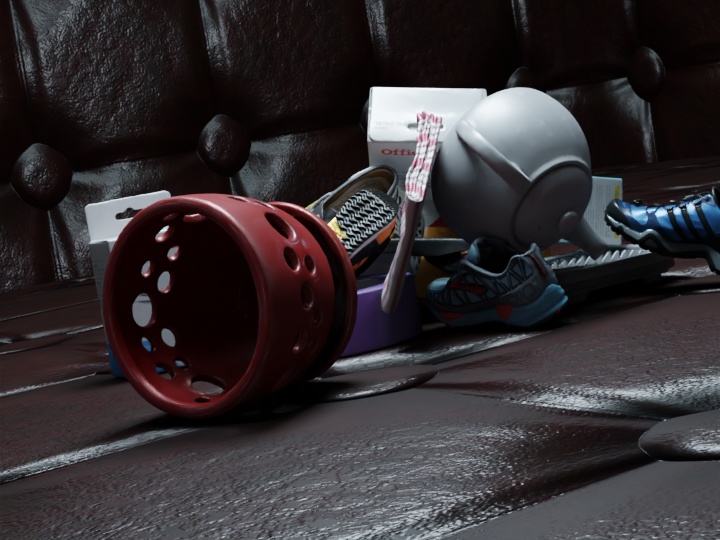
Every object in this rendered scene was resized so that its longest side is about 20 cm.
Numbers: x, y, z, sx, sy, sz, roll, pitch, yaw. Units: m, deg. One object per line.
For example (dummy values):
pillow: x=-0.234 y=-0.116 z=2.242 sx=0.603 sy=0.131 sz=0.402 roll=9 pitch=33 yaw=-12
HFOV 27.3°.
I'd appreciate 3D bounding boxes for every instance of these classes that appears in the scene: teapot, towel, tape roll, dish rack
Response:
teapot: x=0.181 y=-0.092 z=1.616 sx=0.198 sy=0.199 sz=0.146 roll=-19 pitch=45 yaw=-28
towel: x=0.051 y=-0.065 z=1.594 sx=0.030 sy=0.148 sz=0.201 roll=12 pitch=34 yaw=2
tape roll: x=-0.032 y=0.052 z=1.673 sx=0.197 sy=0.067 sz=0.200 roll=-9 pitch=5 yaw=1
dish rack: x=0.263 y=0.004 z=1.759 sx=0.198 sy=0.044 sz=0.171 roll=-13 pitch=5 yaw=-31

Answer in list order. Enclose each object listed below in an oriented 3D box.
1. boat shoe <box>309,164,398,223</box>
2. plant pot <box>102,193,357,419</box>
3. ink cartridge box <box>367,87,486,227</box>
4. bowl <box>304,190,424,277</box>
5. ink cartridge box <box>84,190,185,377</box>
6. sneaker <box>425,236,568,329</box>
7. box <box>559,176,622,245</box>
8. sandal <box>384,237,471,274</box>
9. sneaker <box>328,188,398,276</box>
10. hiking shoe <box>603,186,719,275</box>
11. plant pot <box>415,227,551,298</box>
boat shoe: x=-0.029 y=-0.052 z=1.719 sx=0.199 sy=0.074 sz=0.061 roll=-36 pitch=-16 yaw=-26
plant pot: x=-0.113 y=0.024 z=1.396 sx=0.198 sy=0.203 sz=0.182 roll=-6 pitch=4 yaw=34
ink cartridge box: x=0.085 y=-0.137 z=1.829 sx=0.143 sy=0.084 sz=0.201 roll=1 pitch=-29 yaw=4
bowl: x=0.000 y=0.000 z=1.830 sx=0.198 sy=0.095 sz=0.202 roll=-14 pitch=-39 yaw=-11
ink cartridge box: x=-0.243 y=0.014 z=1.720 sx=0.115 sy=0.203 sz=0.066 roll=-13 pitch=6 yaw=-28
sneaker: x=0.140 y=0.004 z=1.609 sx=0.079 sy=0.096 sz=0.199 roll=-34 pitch=19 yaw=-35
box: x=0.224 y=-0.075 z=1.789 sx=0.198 sy=0.084 sz=0.049 roll=3 pitch=-2 yaw=-29
sandal: x=0.105 y=-0.014 z=1.740 sx=0.197 sy=0.049 sz=0.075 roll=1 pitch=2 yaw=8
sneaker: x=-0.034 y=-0.005 z=1.641 sx=0.070 sy=0.091 sz=0.199 roll=37 pitch=57 yaw=27
hiking shoe: x=0.368 y=-0.055 z=1.639 sx=0.198 sy=0.088 sz=0.074 roll=20 pitch=15 yaw=24
plant pot: x=0.150 y=-0.073 z=2.009 sx=0.197 sy=0.186 sz=0.200 roll=-10 pitch=5 yaw=1
